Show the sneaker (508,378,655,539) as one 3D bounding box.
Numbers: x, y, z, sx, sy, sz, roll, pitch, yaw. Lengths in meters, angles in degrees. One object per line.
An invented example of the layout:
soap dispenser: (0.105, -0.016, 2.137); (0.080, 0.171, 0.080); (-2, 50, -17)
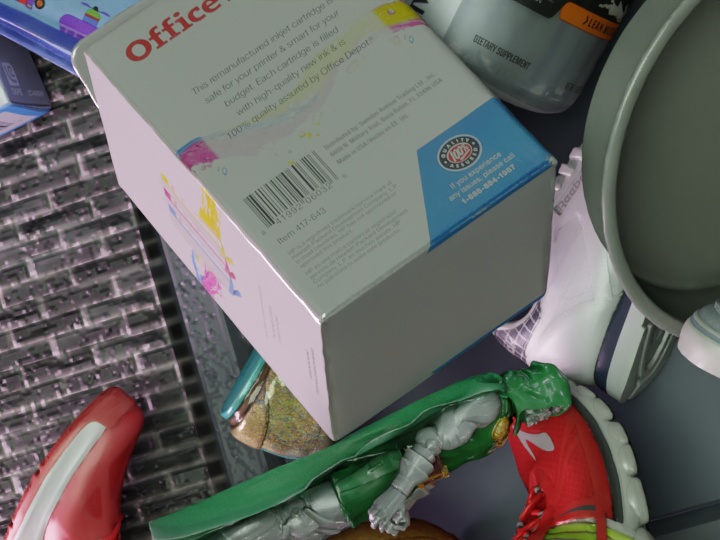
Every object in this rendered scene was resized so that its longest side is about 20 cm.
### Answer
sneaker: (0.091, 0.130, 1.303); (0.085, 0.077, 0.200); (-7, 48, -11)

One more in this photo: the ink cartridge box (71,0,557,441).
ink cartridge box: (-0.024, -0.053, 1.278); (0.129, 0.125, 0.200); (-34, 65, -15)

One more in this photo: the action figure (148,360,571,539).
action figure: (0.007, 0.095, 1.311); (0.200, 0.118, 0.055); (-29, 80, -1)

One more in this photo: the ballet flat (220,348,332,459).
ballet flat: (0.000, 0.000, 1.385); (0.071, 0.071, 0.200); (24, 88, 14)

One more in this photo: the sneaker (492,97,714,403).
sneaker: (0.126, -0.041, 1.347); (0.080, 0.076, 0.200); (23, 97, 24)

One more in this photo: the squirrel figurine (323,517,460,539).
squirrel figurine: (0.036, 0.219, 1.367); (0.200, 0.142, 0.187); (15, 86, 1)

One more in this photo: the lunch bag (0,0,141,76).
lunch bag: (-0.148, -0.187, 1.387); (0.200, 0.094, 0.151); (27, 84, 12)

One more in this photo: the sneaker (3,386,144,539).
sneaker: (-0.126, 0.163, 1.435); (0.115, 0.078, 0.200); (29, 112, 5)

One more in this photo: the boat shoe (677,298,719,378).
boat shoe: (0.240, 0.022, 1.278); (0.201, 0.070, 0.072); (5, 111, -18)

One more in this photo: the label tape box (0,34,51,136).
label tape box: (-0.266, -0.143, 1.457); (0.143, 0.066, 0.200); (-25, 87, 15)

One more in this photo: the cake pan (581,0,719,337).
cake pan: (0.179, -0.065, 1.281); (0.037, 0.200, 0.200); (35, 104, 48)

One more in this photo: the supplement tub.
supplement tub: (0.090, -0.184, 1.322); (0.122, 0.123, 0.200); (31, 101, 13)
